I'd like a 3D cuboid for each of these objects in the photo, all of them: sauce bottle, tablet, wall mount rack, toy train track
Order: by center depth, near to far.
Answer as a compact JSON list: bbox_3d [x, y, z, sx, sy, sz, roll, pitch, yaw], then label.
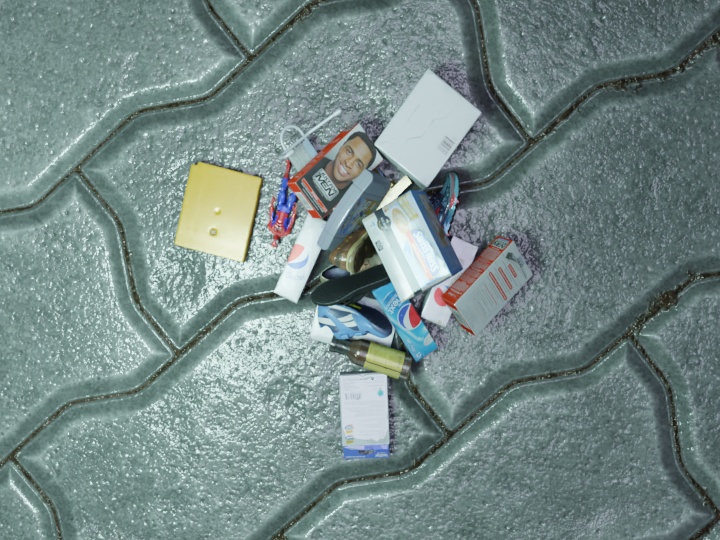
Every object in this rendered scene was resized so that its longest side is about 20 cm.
[{"bbox_3d":[-0.085,-0.260,1.376,0.174,0.074,0.202,-43,112,-20],"label":"wall mount rack"},{"bbox_3d":[0.023,0.198,1.413,0.195,0.065,0.066,19,94,2],"label":"sauce bottle"},{"bbox_3d":[0.050,-0.210,1.415,0.114,0.032,0.202,-39,86,20],"label":"toy train track"},{"bbox_3d":[-0.013,0.125,1.448,0.195,0.014,0.134,15,94,-1],"label":"tablet"}]

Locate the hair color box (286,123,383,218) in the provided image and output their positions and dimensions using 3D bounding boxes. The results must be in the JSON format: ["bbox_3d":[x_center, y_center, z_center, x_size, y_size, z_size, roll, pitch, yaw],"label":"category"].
[{"bbox_3d":[-0.054,-0.218,1.325,0.200,0.061,0.102,-46,113,-15],"label":"hair color box"}]

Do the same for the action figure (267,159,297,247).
[{"bbox_3d":[-0.178,-0.153,1.416,0.064,0.052,0.205,14,96,-5],"label":"action figure"}]

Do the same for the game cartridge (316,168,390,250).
[{"bbox_3d":[-0.016,-0.130,1.356,0.041,0.133,0.202,38,105,14],"label":"game cartridge"}]

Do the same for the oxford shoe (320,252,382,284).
[{"bbox_3d":[0.000,0.000,1.403,0.195,0.074,0.072,-20,76,1],"label":"oxford shoe"}]

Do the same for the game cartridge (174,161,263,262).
[{"bbox_3d":[-0.334,-0.139,1.428,0.172,0.032,0.206,14,92,0],"label":"game cartridge"}]

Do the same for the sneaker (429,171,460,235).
[{"bbox_3d":[0.172,-0.135,1.395,0.093,0.079,0.205,16,94,2],"label":"sneaker"}]

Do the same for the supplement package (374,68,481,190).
[{"bbox_3d":[0.148,-0.312,1.366,0.155,0.111,0.202,37,94,-1],"label":"supplement package"}]

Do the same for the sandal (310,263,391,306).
[{"bbox_3d":[-0.015,0.046,1.351,0.195,0.076,0.049,-18,128,4],"label":"sandal"}]

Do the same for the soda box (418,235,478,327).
[{"bbox_3d":[0.204,0.025,1.413,0.067,0.064,0.204,22,95,-1],"label":"soda box"}]

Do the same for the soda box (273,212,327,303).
[{"bbox_3d":[-0.132,-0.030,1.412,0.062,0.068,0.204,25,95,-1],"label":"soda box"}]

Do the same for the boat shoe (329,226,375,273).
[{"bbox_3d":[-0.010,-0.058,1.352,0.066,0.200,0.074,11,116,17],"label":"boat shoe"}]

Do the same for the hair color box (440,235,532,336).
[{"bbox_3d":[0.288,0.034,1.375,0.200,0.064,0.111,-44,119,-8],"label":"hair color box"}]

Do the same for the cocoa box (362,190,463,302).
[{"bbox_3d":[0.118,-0.056,1.324,0.129,0.133,0.204,-28,86,22],"label":"cocoa box"}]

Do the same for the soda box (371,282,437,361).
[{"bbox_3d":[0.100,0.105,1.398,0.063,0.068,0.202,-32,105,3],"label":"soda box"}]

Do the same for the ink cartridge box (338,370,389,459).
[{"bbox_3d":[0.010,0.345,1.449,0.116,0.042,0.206,-3,91,0],"label":"ink cartridge box"}]

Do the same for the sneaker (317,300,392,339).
[{"bbox_3d":[-0.016,0.121,1.389,0.196,0.073,0.084,20,106,26],"label":"sneaker"}]
